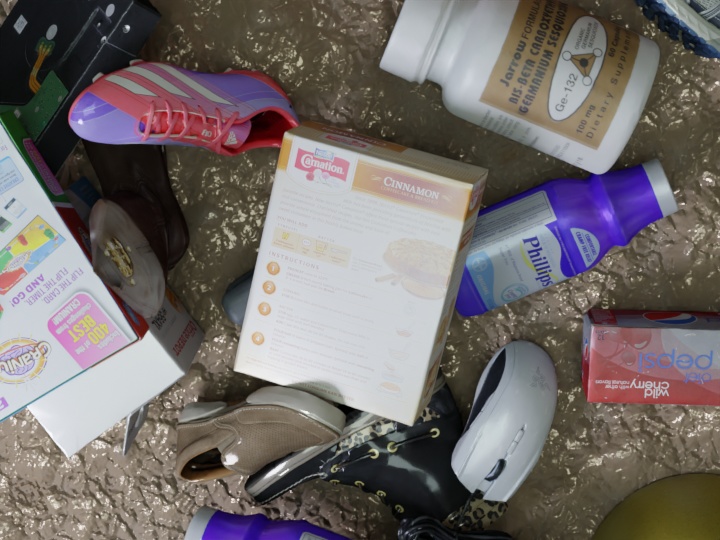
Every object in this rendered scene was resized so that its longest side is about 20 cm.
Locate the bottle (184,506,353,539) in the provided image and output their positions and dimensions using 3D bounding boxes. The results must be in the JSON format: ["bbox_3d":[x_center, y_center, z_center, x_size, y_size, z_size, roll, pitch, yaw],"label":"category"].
[{"bbox_3d":[-0.049,0.253,1.312,0.199,0.065,0.084,18,83,13],"label":"bottle"}]

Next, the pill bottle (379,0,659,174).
[{"bbox_3d":[0.123,-0.164,1.238,0.199,0.114,0.115,22,104,-2],"label":"pill bottle"}]

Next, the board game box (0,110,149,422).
[{"bbox_3d":[-0.280,0.002,1.208,0.153,0.040,0.200,-29,99,9],"label":"board game box"}]

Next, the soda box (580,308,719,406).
[{"bbox_3d":[0.286,0.073,1.312,0.199,0.063,0.070,2,103,3],"label":"soda box"}]

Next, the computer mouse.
[{"bbox_3d":[0.113,0.152,1.310,0.109,0.044,0.201,27,79,-21],"label":"computer mouse"}]

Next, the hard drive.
[{"bbox_3d":[-0.250,-0.159,1.257,0.038,0.140,0.200,25,107,-45],"label":"hard drive"}]

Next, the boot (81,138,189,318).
[{"bbox_3d":[-0.192,-0.066,1.235,0.064,0.200,0.187,-26,101,9],"label":"boot"}]

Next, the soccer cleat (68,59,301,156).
[{"bbox_3d":[-0.132,-0.121,1.230,0.076,0.200,0.067,48,126,30],"label":"soccer cleat"}]

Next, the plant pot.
[{"bbox_3d":[0.292,0.291,1.324,0.199,0.142,0.201,1,104,4],"label":"plant pot"}]

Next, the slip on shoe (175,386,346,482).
[{"bbox_3d":[-0.088,0.139,1.293,0.076,0.200,0.061,36,61,-34],"label":"slip on shoe"}]

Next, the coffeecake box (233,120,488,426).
[{"bbox_3d":[0.000,0.000,1.242,0.153,0.073,0.201,17,107,10],"label":"coffeecake box"}]

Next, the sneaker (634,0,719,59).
[{"bbox_3d":[0.298,-0.205,1.248,0.200,0.077,0.085,33,93,-12],"label":"sneaker"}]

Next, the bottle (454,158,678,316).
[{"bbox_3d":[0.159,-0.032,1.287,0.199,0.065,0.084,-22,134,8],"label":"bottle"}]

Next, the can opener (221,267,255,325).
[{"bbox_3d":[-0.023,-0.009,1.316,0.200,0.053,0.067,-28,101,9],"label":"can opener"}]

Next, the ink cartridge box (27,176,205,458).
[{"bbox_3d":[-0.226,0.046,1.302,0.125,0.129,0.200,-36,99,10],"label":"ink cartridge box"}]

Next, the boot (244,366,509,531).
[{"bbox_3d":[0.016,0.186,1.354,0.200,0.073,0.151,-32,100,5],"label":"boot"}]
